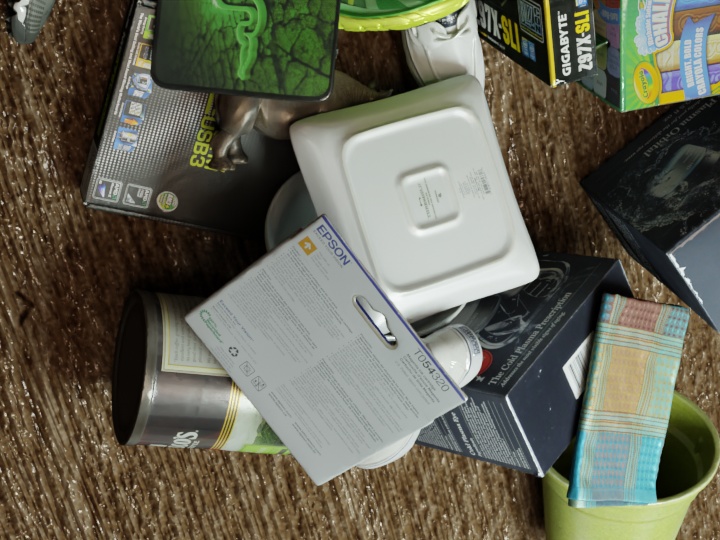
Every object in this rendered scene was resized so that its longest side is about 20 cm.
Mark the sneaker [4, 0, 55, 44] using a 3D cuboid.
[{"bbox_3d":[-0.239,-0.279,1.225,0.090,0.066,0.201,15,106,-20],"label":"sneaker"}]

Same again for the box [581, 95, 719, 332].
[{"bbox_3d":[0.356,-0.076,1.428,0.196,0.200,0.118,-39,119,2],"label":"box"}]

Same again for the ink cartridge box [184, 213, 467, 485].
[{"bbox_3d":[-0.027,0.067,1.249,0.200,0.043,0.197,-34,96,37],"label":"ink cartridge box"}]

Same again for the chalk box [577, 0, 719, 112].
[{"bbox_3d":[0.270,-0.232,1.373,0.199,0.125,0.124,-10,116,-14],"label":"chalk box"}]

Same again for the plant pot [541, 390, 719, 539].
[{"bbox_3d":[0.273,0.245,1.569,0.199,0.201,0.185,-9,128,-13],"label":"plant pot"}]

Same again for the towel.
[{"bbox_3d":[0.255,0.126,1.376,0.146,0.022,0.201,9,92,-48],"label":"towel"}]

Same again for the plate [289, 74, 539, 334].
[{"bbox_3d":[0.056,-0.062,1.287,0.199,0.032,0.200,-18,90,-25],"label":"plate"}]

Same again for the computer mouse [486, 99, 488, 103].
[{"bbox_3d":[0.029,-0.127,1.402,0.199,0.034,0.059,-19,108,-1],"label":"computer mouse"}]

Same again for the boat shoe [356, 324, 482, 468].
[{"bbox_3d":[0.029,0.120,1.316,0.070,0.071,0.200,-10,154,-44],"label":"boat shoe"}]

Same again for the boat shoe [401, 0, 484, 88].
[{"bbox_3d":[0.070,-0.235,1.328,0.073,0.065,0.201,-22,108,-5],"label":"boat shoe"}]

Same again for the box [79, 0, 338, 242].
[{"bbox_3d":[-0.139,-0.136,1.332,0.192,0.048,0.201,13,109,-21],"label":"box"}]

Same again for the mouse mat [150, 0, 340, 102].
[{"bbox_3d":[-0.094,-0.249,1.248,0.160,0.008,0.201,5,89,4],"label":"mouse mat"}]

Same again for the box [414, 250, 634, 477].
[{"bbox_3d":[0.142,0.080,1.399,0.200,0.182,0.104,-46,124,-31],"label":"box"}]

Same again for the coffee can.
[{"bbox_3d":[-0.124,0.099,1.386,0.199,0.146,0.147,6,111,-20],"label":"coffee can"}]

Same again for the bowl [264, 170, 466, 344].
[{"bbox_3d":[0.000,0.000,1.359,0.200,0.202,0.090,1,146,-18],"label":"bowl"}]

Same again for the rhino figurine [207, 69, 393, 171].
[{"bbox_3d":[-0.043,-0.137,1.305,0.199,0.060,0.088,-3,105,-22],"label":"rhino figurine"}]

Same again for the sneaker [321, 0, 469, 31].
[{"bbox_3d":[-0.002,-0.252,1.272,0.199,0.074,0.084,4,104,15],"label":"sneaker"}]

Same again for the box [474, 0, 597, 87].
[{"bbox_3d":[0.141,-0.266,1.275,0.049,0.200,0.160,-17,118,-11],"label":"box"}]
